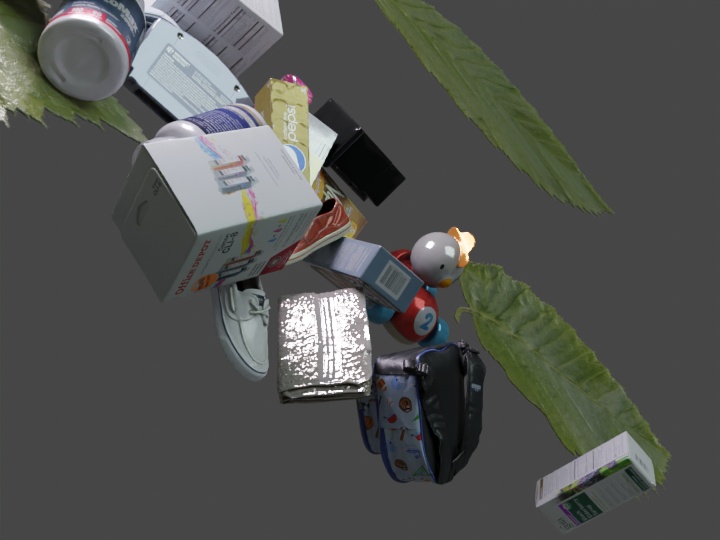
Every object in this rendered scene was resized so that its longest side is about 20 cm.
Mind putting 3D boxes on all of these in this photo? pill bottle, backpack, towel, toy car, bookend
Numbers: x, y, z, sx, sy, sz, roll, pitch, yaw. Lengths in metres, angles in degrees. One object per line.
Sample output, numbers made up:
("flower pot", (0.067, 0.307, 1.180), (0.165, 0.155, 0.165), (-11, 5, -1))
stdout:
("pill bottle", (-0.364, -0.335, 1.291), (0.119, 0.119, 0.201), (39, 29, -27))
("backpack", (0.083, 0.208, 1.329), (0.199, 0.153, 0.192), (-5, 83, -57))
("pill bottle", (-0.224, -0.164, 1.312), (0.111, 0.111, 0.200), (55, 38, 2))
("towel", (-0.052, 0.100, 1.295), (0.201, 0.131, 0.035), (-97, -177, -47))
("toy car", (0.118, 0.011, 1.587), (0.184, 0.200, 0.178), (27, 36, -42))
("bookend", (0.002, -0.187, 1.666), (0.200, 0.092, 0.199), (44, 6, -30))

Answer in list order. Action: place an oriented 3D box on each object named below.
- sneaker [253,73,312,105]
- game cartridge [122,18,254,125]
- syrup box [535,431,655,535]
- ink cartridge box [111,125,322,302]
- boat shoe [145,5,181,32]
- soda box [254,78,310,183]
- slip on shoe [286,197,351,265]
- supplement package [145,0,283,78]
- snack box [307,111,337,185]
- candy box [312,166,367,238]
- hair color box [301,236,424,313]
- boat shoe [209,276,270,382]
("sneaker", (-0.160, -0.246, 1.573), (0.081, 0.088, 0.200), (47, 49, -9))
("game cartridge", (-0.261, -0.280, 1.421), (0.200, 0.041, 0.134), (42, 57, -24))
("syrup box", (0.411, 0.377, 1.638), (0.079, 0.200, 0.082), (47, 26, -12))
("ink cartridge box", (-0.184, -0.075, 1.177), (0.199, 0.146, 0.145), (-16, 64, -41))
("boat shoe", (-0.296, -0.337, 1.459), (0.200, 0.071, 0.091), (24, 37, -47))
("soda box", (-0.121, -0.189, 1.430), (0.067, 0.064, 0.202), (9, 67, -29))
("slip on shoe", (-0.096, -0.054, 1.398), (0.199, 0.074, 0.062), (-31, 111, -37))
("supplement package", (-0.258, -0.451, 1.570), (0.199, 0.150, 0.153), (31, 35, -39))
("snack box", (-0.123, -0.176, 1.488), (0.116, 0.037, 0.201), (36, 56, -17))
("candy box", (-0.083, -0.126, 1.580), (0.200, 0.055, 0.116), (49, 28, -8))
("hair color box", (0.000, 0.000, 1.436), (0.099, 0.061, 0.200), (39, -10, -28))
("boat shoe", (-0.155, 0.049, 1.239), (0.073, 0.065, 0.201), (16, 45, -52))
